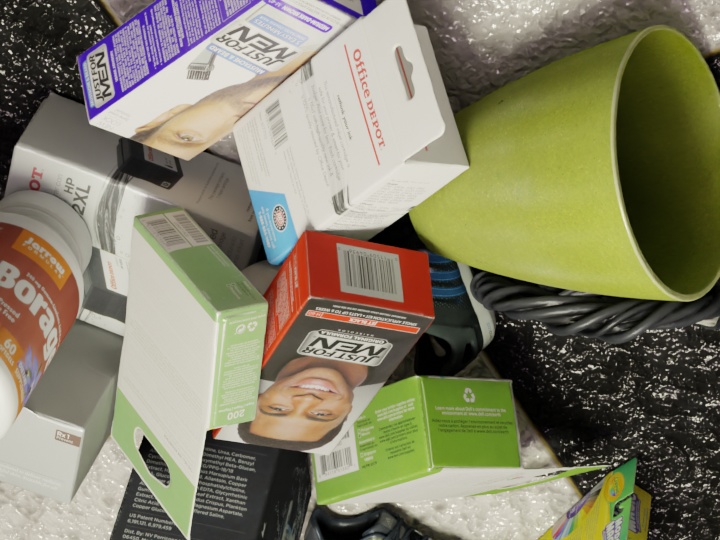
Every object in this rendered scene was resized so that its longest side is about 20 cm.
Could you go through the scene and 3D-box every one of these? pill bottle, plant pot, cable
[{"bbox_3d":[-0.269,0.029,1.374,0.111,0.201,0.113,8,127,11],"label":"pill bottle"},{"bbox_3d":[0.137,-0.064,1.336,0.198,0.188,0.188,-6,124,35],"label":"plant pot"},{"bbox_3d":[0.173,0.028,1.395,0.198,0.163,0.051,4,100,19],"label":"cable"}]

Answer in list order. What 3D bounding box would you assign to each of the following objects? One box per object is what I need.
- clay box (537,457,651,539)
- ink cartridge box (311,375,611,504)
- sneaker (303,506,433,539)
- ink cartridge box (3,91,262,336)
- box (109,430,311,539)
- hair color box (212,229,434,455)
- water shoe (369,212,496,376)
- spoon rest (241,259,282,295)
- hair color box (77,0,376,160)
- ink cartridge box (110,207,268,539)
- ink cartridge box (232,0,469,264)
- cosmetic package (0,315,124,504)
[{"bbox_3d":[0.180,0.256,1.576,0.047,0.115,0.200,33,127,-11],"label":"clay box"},{"bbox_3d":[0.079,0.138,1.512,0.199,0.077,0.147,3,163,-39],"label":"ink cartridge box"},{"bbox_3d":[0.038,0.252,1.640,0.198,0.074,0.082,1,122,12],"label":"sneaker"},{"bbox_3d":[-0.181,-0.030,1.487,0.198,0.084,0.146,21,127,0],"label":"ink cartridge box"},{"bbox_3d":[-0.120,0.211,1.538,0.116,0.201,0.197,9,146,8],"label":"box"},{"bbox_3d":[-0.031,0.058,1.387,0.101,0.062,0.200,10,143,-20],"label":"hair color box"},{"bbox_3d":[0.040,0.007,1.436,0.071,0.079,0.201,10,144,48],"label":"water shoe"},{"bbox_3d":[-0.041,0.051,1.493,0.099,0.061,0.200,26,163,33],"label":"spoon rest"},{"bbox_3d":[-0.096,-0.162,1.354,0.199,0.065,0.109,-29,151,31],"label":"hair color box"},{"bbox_3d":[-0.131,0.076,1.401,0.048,0.146,0.202,-11,125,-30],"label":"ink cartridge box"},{"bbox_3d":[0.003,-0.097,1.329,0.067,0.117,0.200,2,154,-42],"label":"ink cartridge box"},{"bbox_3d":[-0.240,0.084,1.508,0.106,0.201,0.091,19,127,5],"label":"cosmetic package"}]
